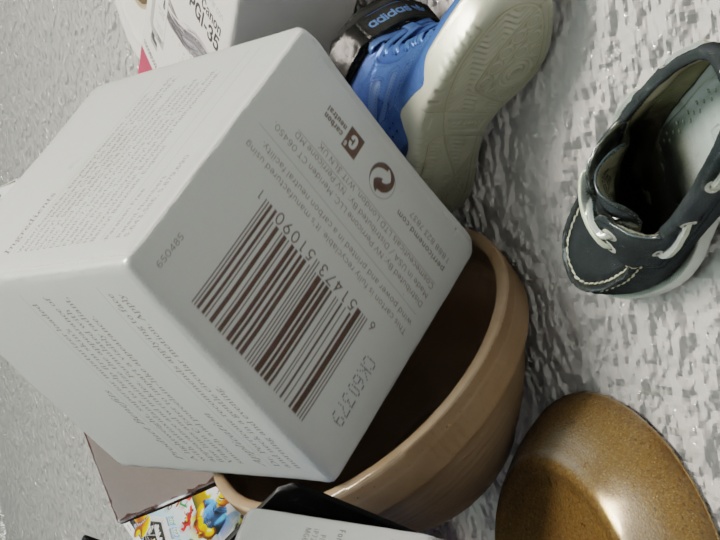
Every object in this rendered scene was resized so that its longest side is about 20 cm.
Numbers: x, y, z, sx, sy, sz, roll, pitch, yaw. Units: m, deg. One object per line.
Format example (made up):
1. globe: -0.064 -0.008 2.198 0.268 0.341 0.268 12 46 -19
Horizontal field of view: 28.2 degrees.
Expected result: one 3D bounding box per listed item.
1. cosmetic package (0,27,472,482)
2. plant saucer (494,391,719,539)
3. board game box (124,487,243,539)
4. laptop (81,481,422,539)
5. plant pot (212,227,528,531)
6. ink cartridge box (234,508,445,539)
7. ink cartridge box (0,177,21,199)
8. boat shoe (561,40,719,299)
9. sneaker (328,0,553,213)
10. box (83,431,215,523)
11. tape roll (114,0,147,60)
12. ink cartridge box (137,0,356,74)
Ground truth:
1. cosmetic package: -0.084 -0.002 0.771 0.200 0.165 0.165 -4 134 48
2. plant saucer: 0.119 0.164 0.735 0.200 0.035 0.201 170 90 -66
3. board game box: -0.107 0.170 1.052 0.126 0.035 0.200 -53 30 -3
4. laptop: -0.028 0.160 0.767 0.104 0.177 0.200 -64 27 -4
5. plant pot: 0.022 0.079 0.797 0.093 0.201 0.201 48 170 -26
6. ink cartridge box: 0.036 0.201 0.677 0.044 0.173 0.201 -67 -23 -44
7. ink cartridge box: -0.175 -0.011 1.132 0.085 0.199 0.145 176 84 -67
8. boat shoe: 0.125 -0.041 0.607 0.200 0.060 0.076 121 134 -57
9. sneaker: 0.031 -0.117 0.770 0.111 0.076 0.200 59 157 22
10. box: -0.138 0.051 0.934 0.100 0.075 0.201 -25 81 27
11. tape roll: -0.143 -0.262 1.125 0.202 0.071 0.203 171 90 -67
12. ink cartridge box: -0.077 -0.151 0.915 0.200 0.082 0.147 106 146 -44
